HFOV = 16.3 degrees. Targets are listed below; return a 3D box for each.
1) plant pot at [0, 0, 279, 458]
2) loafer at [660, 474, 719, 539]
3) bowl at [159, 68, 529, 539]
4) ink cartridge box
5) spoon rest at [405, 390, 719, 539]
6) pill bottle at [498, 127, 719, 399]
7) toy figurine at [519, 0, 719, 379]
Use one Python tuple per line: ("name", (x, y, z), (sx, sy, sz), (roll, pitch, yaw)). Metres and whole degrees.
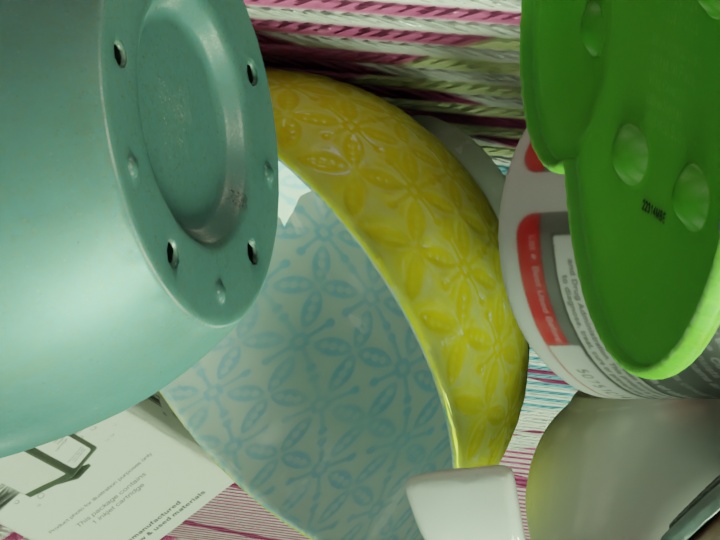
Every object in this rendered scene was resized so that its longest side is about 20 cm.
("plant pot", (-0.120, -0.034, 0.753), (0.161, 0.201, 0.201), (-7, 164, 20))
("loafer", (0.170, 0.081, 0.868), (0.072, 0.063, 0.200), (-46, 164, 26))
("bowl", (0.000, 0.000, 0.966), (0.108, 0.200, 0.200), (-35, -165, -32))
("ink cartridge box", (-0.158, 0.023, 1.058), (0.084, 0.146, 0.200), (-38, 139, 13))
("spoon rest", (0.085, 0.077, 0.895), (0.099, 0.061, 0.200), (-8, -176, 33))
("pill bottle", (0.153, -0.014, 0.821), (0.200, 0.114, 0.114), (-2, 164, 45))
("toy figurine", (0.154, -0.051, 0.665), (0.184, 0.150, 0.200), (1, -168, -12))
